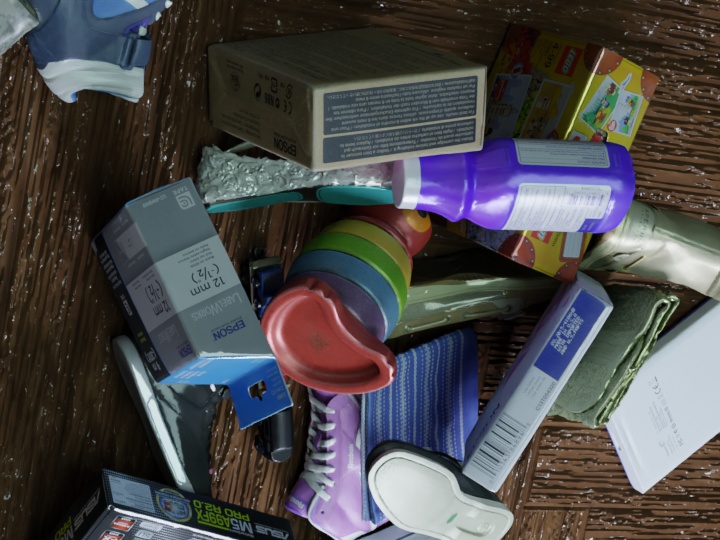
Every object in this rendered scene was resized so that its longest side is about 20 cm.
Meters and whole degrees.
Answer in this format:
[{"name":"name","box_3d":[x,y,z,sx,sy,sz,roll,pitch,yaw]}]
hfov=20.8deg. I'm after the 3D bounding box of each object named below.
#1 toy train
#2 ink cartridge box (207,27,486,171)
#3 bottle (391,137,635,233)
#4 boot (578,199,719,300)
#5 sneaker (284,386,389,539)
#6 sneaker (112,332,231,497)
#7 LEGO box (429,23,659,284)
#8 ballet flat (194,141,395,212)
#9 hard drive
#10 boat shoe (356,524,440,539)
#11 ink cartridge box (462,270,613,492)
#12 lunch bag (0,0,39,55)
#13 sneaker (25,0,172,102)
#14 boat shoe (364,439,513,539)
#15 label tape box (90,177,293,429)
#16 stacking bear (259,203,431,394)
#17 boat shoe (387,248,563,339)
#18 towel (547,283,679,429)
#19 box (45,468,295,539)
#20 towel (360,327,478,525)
[{"name":"toy train","box_3d":[-0.081,0.078,1.748,0.034,0.046,0.202,-13,110,-27]},{"name":"ink cartridge box","box_3d":[-0.014,-0.145,1.631,0.164,0.200,0.076,-8,109,-27]},{"name":"bottle","box_3d":[0.127,-0.072,1.647,0.198,0.066,0.084,1,147,-12]},{"name":"boot","box_3d":[0.283,-0.018,1.822,0.154,0.200,0.073,18,83,-1]},{"name":"sneaker","box_3d":[-0.028,0.167,1.791,0.114,0.073,0.201,-32,118,-15]},{"name":"sneaker","box_3d":[-0.138,0.130,1.713,0.099,0.071,0.201,-25,111,-17]},{"name":"LEGO box","box_3d":[0.164,-0.108,1.776,0.077,0.149,0.201,22,93,-33]},{"name":"ballet flat","box_3d":[-0.046,-0.088,1.676,0.198,0.072,0.072,-3,108,-3]},{"name":"hard drive","box_3d":[0.338,0.119,2.019,0.199,0.025,0.133,-36,119,-17]},{"name":"boat shoe","box_3d":[0.011,0.292,1.840,0.199,0.065,0.074,-26,148,-21]},{"name":"ink cartridge box","box_3d":[0.159,0.093,1.796,0.043,0.200,0.197,31,97,-1]},{"name":"lunch bag","box_3d":[-0.359,-0.211,1.452,0.167,0.139,0.200,-37,121,-1]},{"name":"sneaker","box_3d":[-0.181,-0.215,1.592,0.199,0.080,0.147,-27,126,-27]},{"name":"boat shoe","box_3d":[0.060,0.193,1.757,0.072,0.068,0.200,-42,140,12]},{"name":"label tape box","box_3d":[-0.140,0.039,1.600,0.066,0.143,0.201,-23,87,-22]},{"name":"stacking bear","box_3d":[0.000,0.000,1.712,0.122,0.113,0.201,46,48,-18]},{"name":"boat shoe","box_3d":[0.098,0.025,1.826,0.199,0.073,0.064,-7,116,-26]},{"name":"towel","box_3d":[0.226,0.076,1.846,0.036,0.200,0.149,33,85,-9]},{"name":"box","box_3d":[-0.177,0.260,1.703,0.199,0.044,0.160,21,123,-33]},{"name":"towel","box_3d":[0.059,0.140,1.806,0.200,0.024,0.146,-19,111,-57]}]
